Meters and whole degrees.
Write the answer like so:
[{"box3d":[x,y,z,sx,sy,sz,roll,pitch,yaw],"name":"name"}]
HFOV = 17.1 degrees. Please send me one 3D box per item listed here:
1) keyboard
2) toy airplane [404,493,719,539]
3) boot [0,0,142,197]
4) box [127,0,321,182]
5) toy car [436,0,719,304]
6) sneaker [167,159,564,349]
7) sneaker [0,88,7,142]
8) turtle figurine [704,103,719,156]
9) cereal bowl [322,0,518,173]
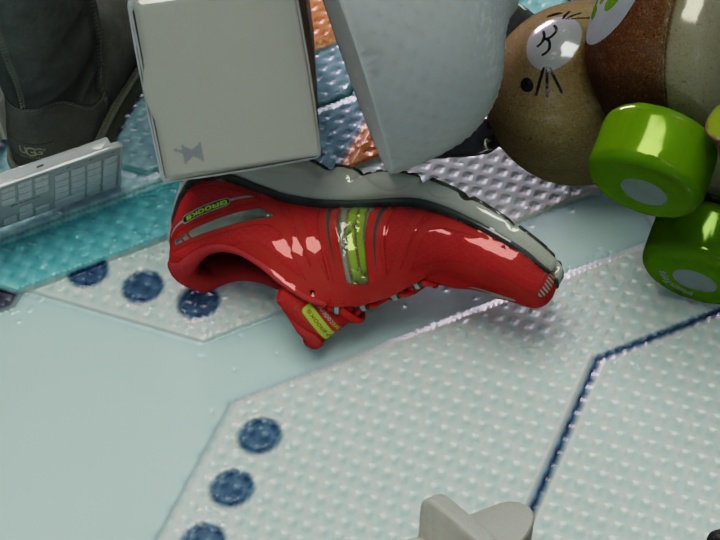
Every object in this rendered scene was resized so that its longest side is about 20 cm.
[{"box3d":[-0.211,-0.020,1.178,0.199,0.056,0.011,-20,69,-13],"name":"keyboard"},{"box3d":[0.080,0.167,0.960,0.199,0.142,0.199,-8,12,12],"name":"toy airplane"},{"box3d":[-0.150,-0.156,1.191,0.072,0.200,0.182,1,51,10],"name":"boot"},{"box3d":[-0.065,-0.122,1.171,0.077,0.095,0.200,-8,24,1],"name":"box"},{"box3d":[0.108,-0.095,1.155,0.199,0.158,0.165,9,65,31],"name":"toy car"},{"box3d":[0.000,0.000,1.143,0.199,0.077,0.085,11,72,22],"name":"sneaker"},{"box3d":[-0.220,-0.127,1.272,0.080,0.076,0.200,-6,47,23],"name":"sneaker"},{"box3d":[0.199,-0.008,1.072,0.064,0.161,0.200,-12,44,20],"name":"turtle figurine"},{"box3d":[0.019,-0.150,1.091,0.083,0.200,0.200,-18,51,-1],"name":"cereal bowl"}]
